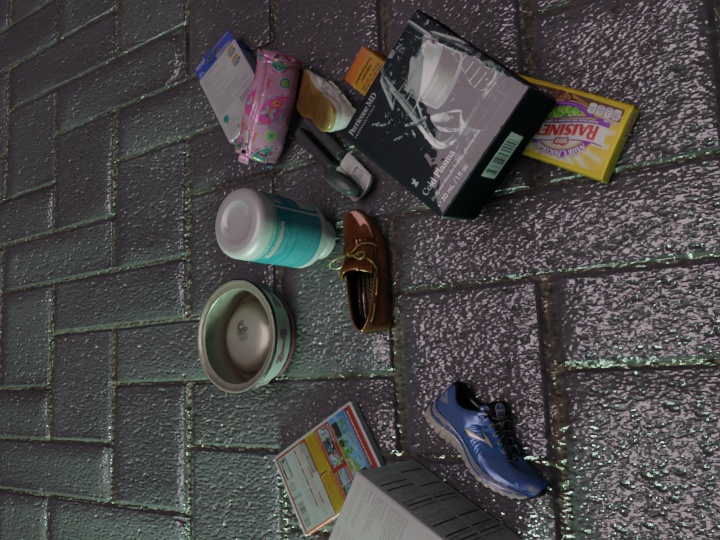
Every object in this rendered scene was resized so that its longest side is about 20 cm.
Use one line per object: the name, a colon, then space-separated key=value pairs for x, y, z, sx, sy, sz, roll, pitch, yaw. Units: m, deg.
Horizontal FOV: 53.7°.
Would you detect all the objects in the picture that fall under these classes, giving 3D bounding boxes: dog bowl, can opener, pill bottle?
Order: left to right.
dog bowl: x=-0.199 y=0.118 z=1.268 sx=0.199 sy=0.074 sz=0.201 roll=-5 pitch=82 yaw=37
pill bottle: x=-0.129 y=-0.063 z=1.156 sx=0.110 sy=0.200 sz=0.111 roll=-6 pitch=81 yaw=37
can opener: x=-0.054 y=-0.193 z=1.197 sx=0.053 sy=0.067 sz=0.200 roll=-52 pitch=58 yaw=19

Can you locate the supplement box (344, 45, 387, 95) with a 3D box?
supplement box: x=0.066 y=-0.273 z=1.117 sx=0.200 sy=0.069 sz=0.067 roll=44 pitch=113 yaw=29

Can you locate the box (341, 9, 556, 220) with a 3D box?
box: x=0.118 y=-0.206 z=0.968 sx=0.197 sy=0.124 sz=0.200 roll=42 pitch=112 yaw=24

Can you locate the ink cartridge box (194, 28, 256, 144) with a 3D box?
ink cartridge box: x=-0.242 y=-0.354 z=1.375 sx=0.119 sy=0.042 sz=0.200 roll=-41 pitch=66 yaw=25

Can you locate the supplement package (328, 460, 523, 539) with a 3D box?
supplement package: x=0.081 y=0.386 z=0.977 sx=0.200 sy=0.150 sz=0.152 roll=29 pitch=101 yaw=36

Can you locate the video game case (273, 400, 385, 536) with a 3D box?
video game case: x=-0.050 y=0.325 z=1.167 sx=0.200 sy=0.017 sz=0.143 roll=-41 pitch=63 yaw=27

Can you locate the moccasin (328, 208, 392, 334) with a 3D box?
moccasin: x=-0.001 y=0.000 z=1.129 sx=0.073 sy=0.078 sz=0.202 roll=-10 pitch=79 yaw=36

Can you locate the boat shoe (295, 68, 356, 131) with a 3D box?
boat shoe: x=-0.057 y=-0.286 z=1.215 sx=0.200 sy=0.069 sz=0.071 roll=58 pitch=139 yaw=48

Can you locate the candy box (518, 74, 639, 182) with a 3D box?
candy box: x=0.265 y=-0.199 z=0.974 sx=0.200 sy=0.026 sz=0.103 roll=28 pitch=105 yaw=36

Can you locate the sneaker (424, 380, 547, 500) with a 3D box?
sneaker: x=0.176 y=0.228 z=0.970 sx=0.200 sy=0.078 sz=0.089 roll=42 pitch=112 yaw=33

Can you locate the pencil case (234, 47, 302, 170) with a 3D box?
pencil case: x=-0.165 y=-0.287 z=1.262 sx=0.087 sy=0.087 sz=0.201 roll=35 pitch=117 yaw=34
